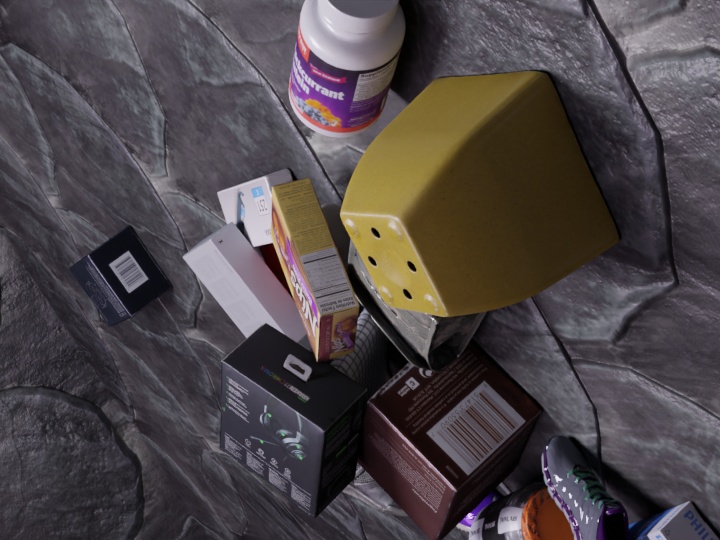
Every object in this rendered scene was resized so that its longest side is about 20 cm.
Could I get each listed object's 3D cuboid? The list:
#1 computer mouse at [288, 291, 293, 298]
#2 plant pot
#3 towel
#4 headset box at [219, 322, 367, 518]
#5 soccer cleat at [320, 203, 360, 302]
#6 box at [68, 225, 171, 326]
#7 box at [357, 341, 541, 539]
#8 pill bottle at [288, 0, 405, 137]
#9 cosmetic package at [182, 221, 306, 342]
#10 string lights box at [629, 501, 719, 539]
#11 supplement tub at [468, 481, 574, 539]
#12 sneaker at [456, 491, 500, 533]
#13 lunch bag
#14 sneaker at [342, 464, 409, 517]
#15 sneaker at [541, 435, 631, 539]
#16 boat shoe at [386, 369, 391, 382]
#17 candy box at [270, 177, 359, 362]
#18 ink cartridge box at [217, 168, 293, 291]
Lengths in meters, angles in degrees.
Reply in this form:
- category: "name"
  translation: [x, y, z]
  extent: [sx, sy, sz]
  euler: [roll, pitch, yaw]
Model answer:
- category: "computer mouse"
  translation: [-0.079, 0.049, 1.989]
  extent: [0.141, 0.046, 0.201]
  euler: [48, 148, 29]
- category: "plant pot"
  translation: [0.099, -0.059, 1.309]
  extent: [0.194, 0.199, 0.197]
  euler: [9, 133, 58]
- category: "towel"
  translation: [-0.024, 0.156, 1.817]
  extent: [0.085, 0.166, 0.202]
  euler: [12, 131, 16]
- category: "headset box"
  translation: [-0.091, 0.191, 1.700]
  extent: [0.173, 0.093, 0.201]
  euler: [31, 140, 23]
- category: "soccer cleat"
  translation: [0.000, 0.000, 1.750]
  extent: [0.201, 0.069, 0.078]
  euler: [52, 162, -3]
- category: "box"
  translation: [-0.482, 0.014, 2.617]
  extent: [0.149, 0.107, 0.200]
  euler: [55, 156, -8]
- category: "box"
  translation: [0.110, 0.218, 1.719]
  extent: [0.164, 0.166, 0.201]
  euler: [43, 154, 18]
- category: "pill bottle"
  translation: [-0.013, -0.238, 1.378]
  extent: [0.111, 0.111, 0.200]
  euler: [46, 156, 14]
- category: "cosmetic package"
  translation: [-0.171, 0.031, 1.979]
  extent: [0.201, 0.052, 0.151]
  euler: [52, 158, -8]
- category: "string lights box"
  translation: [0.363, 0.350, 1.566]
  extent: [0.103, 0.059, 0.200]
  euler: [52, 157, 8]
- category: "supplement tub"
  translation: [0.229, 0.351, 1.741]
  extent: [0.123, 0.122, 0.200]
  euler: [50, 157, 6]
- category: "sneaker"
  translation: [0.132, 0.306, 1.926]
  extent: [0.199, 0.069, 0.100]
  euler: [30, 146, 42]
- category: "lunch bag"
  translation: [0.066, 0.025, 1.593]
  extent: [0.164, 0.117, 0.201]
  euler: [51, 160, 19]
- category: "sneaker"
  translation: [0.033, 0.283, 1.905]
  extent: [0.198, 0.076, 0.115]
  euler: [22, 118, 22]
- category: "sneaker"
  translation: [0.284, 0.276, 1.568]
  extent: [0.088, 0.074, 0.202]
  euler: [-57, 44, 46]
- category: "boat shoe"
  translation: [-0.006, 0.128, 1.938]
  extent: [0.072, 0.065, 0.201]
  euler: [30, 148, 41]
- category: "candy box"
  translation: [-0.060, -0.001, 1.654]
  extent: [0.117, 0.056, 0.202]
  euler: [98, 156, -58]
- category: "ink cartridge box"
  translation: [-0.130, -0.047, 1.903]
  extent: [0.200, 0.044, 0.178]
  euler: [-8, 102, 64]
